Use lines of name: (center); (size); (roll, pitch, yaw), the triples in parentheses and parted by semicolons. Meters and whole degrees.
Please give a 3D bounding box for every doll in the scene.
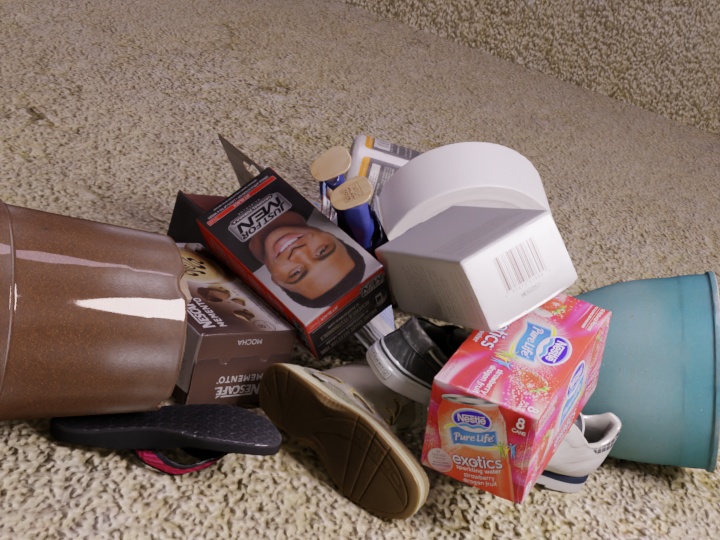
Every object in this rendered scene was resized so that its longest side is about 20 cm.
doll: (0.003, -0.042, 1.362); (0.137, 0.048, 0.200); (56, -3, 26)

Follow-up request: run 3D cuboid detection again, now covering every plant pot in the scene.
plant pot: (-0.256, 0.035, 1.097); (0.196, 0.203, 0.200); (4, 24, -26)
plant pot: (0.267, 0.101, 1.373); (0.185, 0.203, 0.200); (0, 18, 10)

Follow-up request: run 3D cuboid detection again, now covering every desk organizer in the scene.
desk organizer: (-0.137, -0.017, 1.520); (0.076, 0.073, 0.200); (2, 25, -40)

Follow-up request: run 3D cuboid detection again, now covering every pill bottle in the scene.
pill bottle: (0.072, -0.107, 1.848); (0.197, 0.118, 0.117); (17, 20, -5)

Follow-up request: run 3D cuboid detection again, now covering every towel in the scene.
towel: (0.000, 0.000, 1.455); (0.147, 0.024, 0.202); (51, 23, -37)

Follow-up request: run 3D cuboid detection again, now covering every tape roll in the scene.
tape roll: (0.115, -0.047, 1.499); (0.200, 0.203, 0.071); (9, 46, -20)

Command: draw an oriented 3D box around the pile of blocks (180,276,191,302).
pile of blocks: (-0.237, 0.030, 1.266); (0.062, 0.083, 0.199); (0, -9, -38)

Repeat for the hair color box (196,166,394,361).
hair color box: (-0.067, -0.011, 1.337); (0.101, 0.062, 0.200); (-37, 52, -16)

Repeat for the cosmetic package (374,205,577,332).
cosmetic package: (0.101, -0.005, 1.226); (0.101, 0.075, 0.200); (-28, 12, -16)

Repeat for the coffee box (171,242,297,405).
coffee box: (-0.164, 0.050, 1.313); (0.112, 0.081, 0.200); (0, 26, -38)

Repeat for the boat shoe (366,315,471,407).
boat shoe: (0.083, 0.089, 1.260); (0.199, 0.071, 0.073); (19, 36, -59)

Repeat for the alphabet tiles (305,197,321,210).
alphabet tiles: (-0.010, -0.040, 1.681); (0.199, 0.015, 0.195); (18, 17, -48)

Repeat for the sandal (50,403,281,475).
sandal: (-0.164, 0.145, 1.140); (0.197, 0.046, 0.075); (2, 15, 2)

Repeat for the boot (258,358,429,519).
boot: (0.020, 0.146, 1.235); (0.199, 0.073, 0.154); (36, 22, 33)

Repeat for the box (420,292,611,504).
box: (0.141, 0.101, 1.185); (0.099, 0.097, 0.200); (20, 34, 20)

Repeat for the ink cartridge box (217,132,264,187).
ink cartridge box: (-0.076, -0.060, 1.524); (0.057, 0.202, 0.162); (-32, 43, -19)

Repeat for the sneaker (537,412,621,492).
sneaker: (0.154, 0.152, 1.259); (0.198, 0.081, 0.077); (9, 44, -33)
